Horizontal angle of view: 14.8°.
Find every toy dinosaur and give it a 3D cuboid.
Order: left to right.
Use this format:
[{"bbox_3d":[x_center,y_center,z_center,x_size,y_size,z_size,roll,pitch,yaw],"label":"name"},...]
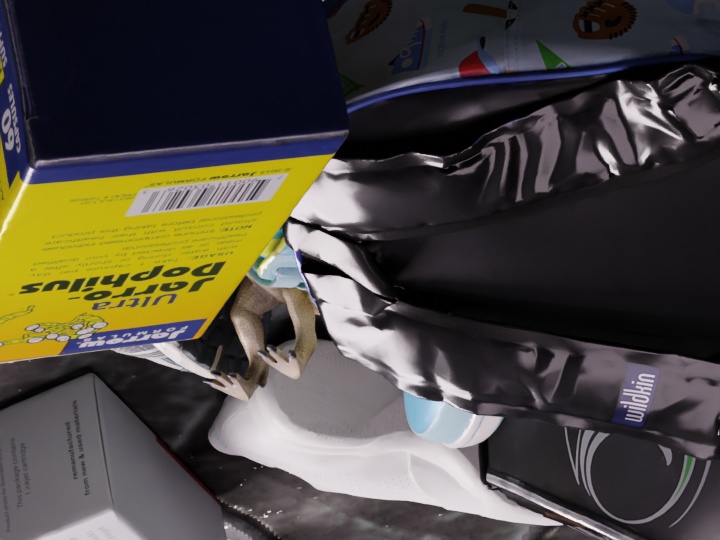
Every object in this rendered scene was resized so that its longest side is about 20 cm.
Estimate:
[{"bbox_3d":[-0.033,0.002,1.206,0.058,0.102,0.200,-5,145,35],"label":"toy dinosaur"}]

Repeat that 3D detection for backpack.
[{"bbox_3d":[0.067,-0.043,1.002,0.189,0.155,0.201,-6,132,5],"label":"backpack"}]

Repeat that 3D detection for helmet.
[{"bbox_3d":[0.161,0.040,1.234,0.200,0.200,0.192,29,84,-41],"label":"helmet"}]

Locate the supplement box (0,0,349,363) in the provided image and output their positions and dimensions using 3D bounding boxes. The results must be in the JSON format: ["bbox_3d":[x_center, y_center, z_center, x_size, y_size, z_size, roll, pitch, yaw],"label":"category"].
[{"bbox_3d":[-0.091,-0.052,0.961,0.109,0.110,0.200,-7,161,-20],"label":"supplement box"}]

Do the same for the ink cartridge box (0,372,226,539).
[{"bbox_3d":[-0.180,0.151,1.367,0.199,0.083,0.146,-23,143,13],"label":"ink cartridge box"}]

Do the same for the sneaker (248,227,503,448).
[{"bbox_3d":[0.000,0.000,1.161,0.130,0.080,0.201,-10,129,-15],"label":"sneaker"}]

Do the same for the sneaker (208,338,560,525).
[{"bbox_3d":[0.020,0.086,1.366,0.199,0.076,0.088,18,146,-26],"label":"sneaker"}]

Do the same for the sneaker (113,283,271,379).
[{"bbox_3d":[-0.119,-0.002,1.212,0.086,0.078,0.200,-5,160,39],"label":"sneaker"}]
